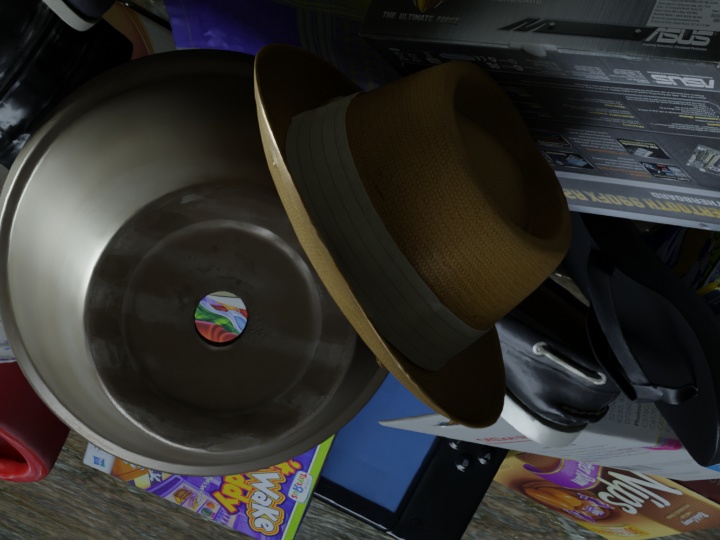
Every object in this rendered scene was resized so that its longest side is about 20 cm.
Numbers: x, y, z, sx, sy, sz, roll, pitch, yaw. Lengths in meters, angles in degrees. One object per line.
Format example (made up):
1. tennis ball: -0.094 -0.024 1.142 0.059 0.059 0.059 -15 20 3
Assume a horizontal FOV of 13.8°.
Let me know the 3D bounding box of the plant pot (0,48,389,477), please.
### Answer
1. plant pot: -0.065 0.009 1.320 0.200 0.200 0.174 27 -174 -10

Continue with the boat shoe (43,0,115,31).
1. boat shoe: -0.127 -0.156 1.326 0.073 0.063 0.200 58 -173 6

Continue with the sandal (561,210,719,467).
1. sandal: 0.121 0.021 1.383 0.076 0.043 0.200 88 157 -44

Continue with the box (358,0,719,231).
1. box: 0.122 -0.074 1.275 0.200 0.048 0.158 9 158 43

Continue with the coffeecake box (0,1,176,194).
1. coffeecake box: -0.181 -0.075 1.516 0.200 0.154 0.073 28 165 -17

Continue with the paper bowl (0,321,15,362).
1. paper bowl: -0.219 -0.055 1.624 0.200 0.201 0.104 29 122 -17

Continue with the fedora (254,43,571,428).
1. fedora: 0.034 -0.030 1.244 0.082 0.201 0.201 -29 141 16

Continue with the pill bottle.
1. pill bottle: -0.211 -0.133 1.408 0.200 0.112 0.112 37 161 -16

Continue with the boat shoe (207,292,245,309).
1. boat shoe: 0.000 0.000 1.550 0.200 0.075 0.068 13 174 18

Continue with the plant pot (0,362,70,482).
1. plant pot: -0.247 0.009 1.834 0.200 0.183 0.200 23 165 6

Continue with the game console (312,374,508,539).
1. game console: 0.004 0.067 1.730 0.200 0.171 0.118 27 -170 -5

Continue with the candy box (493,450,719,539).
1. candy box: 0.159 0.114 1.823 0.117 0.057 0.200 28 165 -13

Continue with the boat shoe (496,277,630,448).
1. boat shoe: 0.047 0.002 1.443 0.200 0.074 0.060 43 124 -1

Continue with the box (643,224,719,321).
1. box: 0.175 0.010 1.433 0.064 0.070 0.200 28 164 -8

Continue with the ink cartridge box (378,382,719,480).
1. ink cartridge box: 0.123 0.063 1.582 0.200 0.068 0.115 11 169 -26

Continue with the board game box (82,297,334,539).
1. board game box: -0.073 0.063 1.694 0.134 0.045 0.200 23 138 2

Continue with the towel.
1. towel: -0.029 -0.099 1.414 0.143 0.023 0.200 19 156 12
